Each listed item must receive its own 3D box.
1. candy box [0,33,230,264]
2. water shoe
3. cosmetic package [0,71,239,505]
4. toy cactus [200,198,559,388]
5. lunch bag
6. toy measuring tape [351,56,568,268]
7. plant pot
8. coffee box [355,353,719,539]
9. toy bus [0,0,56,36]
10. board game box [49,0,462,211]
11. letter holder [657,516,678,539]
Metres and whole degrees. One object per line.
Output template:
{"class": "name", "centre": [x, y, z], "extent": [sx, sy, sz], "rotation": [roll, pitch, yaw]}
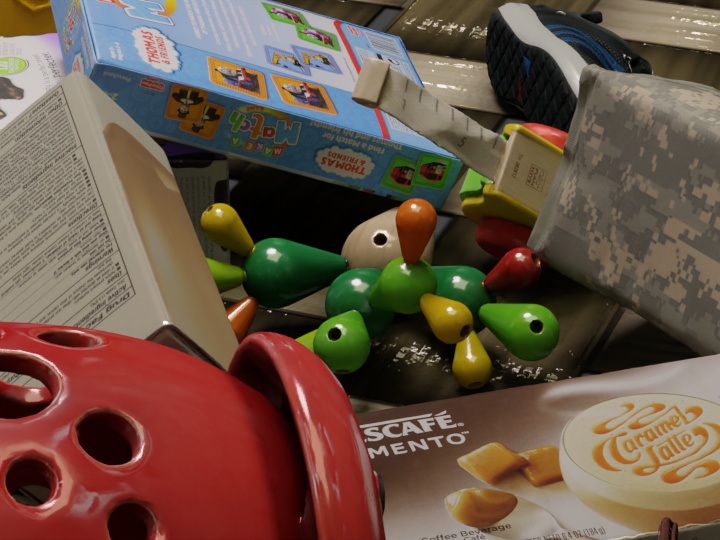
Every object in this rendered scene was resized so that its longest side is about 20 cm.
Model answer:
{"class": "candy box", "centre": [-0.173, -0.061, 1.272], "extent": [0.199, 0.072, 0.168], "rotation": [-4, 30, -5]}
{"class": "water shoe", "centre": [0.131, -0.104, 1.335], "extent": [0.078, 0.072, 0.200], "rotation": [-6, 30, -13]}
{"class": "cosmetic package", "centre": [-0.124, 0.012, 1.072], "extent": [0.105, 0.071, 0.200], "rotation": [-37, 40, 12]}
{"class": "toy cactus", "centre": [0.000, 0.000, 1.152], "extent": [0.199, 0.103, 0.165], "rotation": [-3, 18, 15]}
{"class": "lunch bag", "centre": [0.212, -0.018, 1.123], "extent": [0.199, 0.118, 0.164], "rotation": [6, 18, -38]}
{"class": "toy measuring tape", "centre": [0.058, -0.052, 1.186], "extent": [0.199, 0.074, 0.074], "rotation": [28, 12, -34]}
{"class": "plant pot", "centre": [-0.091, 0.117, 0.833], "extent": [0.181, 0.201, 0.201], "rotation": [-2, 29, -15]}
{"class": "coffee box", "centre": [0.077, 0.107, 0.953], "extent": [0.199, 0.080, 0.114], "rotation": [-8, 30, -12]}
{"class": "toy bus", "centre": [-0.242, -0.216, 1.429], "extent": [0.135, 0.193, 0.200], "rotation": [-22, 34, -30]}
{"class": "board game box", "centre": [-0.058, -0.103, 1.247], "extent": [0.199, 0.037, 0.152], "rotation": [15, 26, -21]}
{"class": "letter holder", "centre": [0.051, 0.181, 0.761], "extent": [0.100, 0.143, 0.200], "rotation": [3, 30, 7]}
